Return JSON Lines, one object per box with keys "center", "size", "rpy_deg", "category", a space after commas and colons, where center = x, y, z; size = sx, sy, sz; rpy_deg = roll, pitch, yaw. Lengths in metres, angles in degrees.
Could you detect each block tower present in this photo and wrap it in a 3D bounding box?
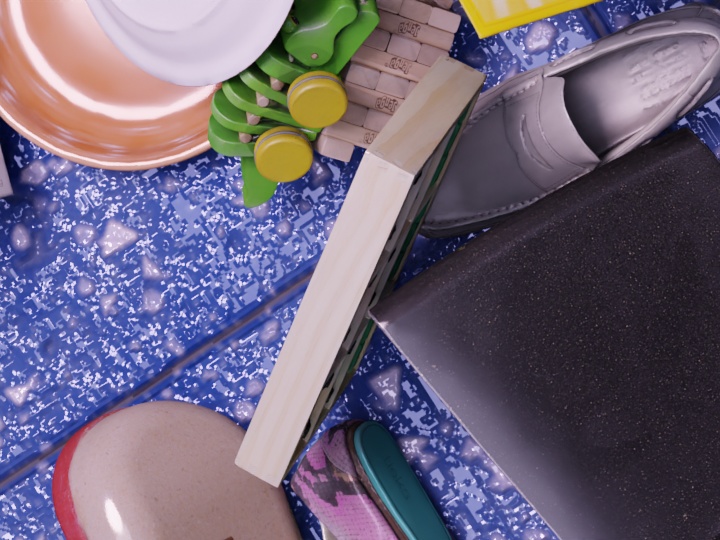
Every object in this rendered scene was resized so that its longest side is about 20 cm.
{"center": [0.025, -0.154, 1.279], "size": [0.057, 0.054, 0.201], "rpy_deg": [16, 99, -22], "category": "block tower"}

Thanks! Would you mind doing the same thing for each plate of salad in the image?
{"center": [-0.086, -0.194, 1.246], "size": [0.199, 0.048, 0.202], "rpy_deg": [12, 107, 45], "category": "plate of salad"}

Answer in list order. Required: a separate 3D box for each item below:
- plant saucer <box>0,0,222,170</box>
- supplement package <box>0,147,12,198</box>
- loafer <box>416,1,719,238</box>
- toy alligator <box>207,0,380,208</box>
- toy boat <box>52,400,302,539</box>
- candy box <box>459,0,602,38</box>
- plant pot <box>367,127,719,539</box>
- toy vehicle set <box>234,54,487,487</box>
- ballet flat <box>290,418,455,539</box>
{"center": [-0.124, -0.155, 1.327], "size": [0.199, 0.037, 0.202], "rpy_deg": [1, 95, 11], "category": "plant saucer"}
{"center": [-0.287, -0.116, 1.305], "size": [0.119, 0.121, 0.201], "rpy_deg": [-13, 93, 34], "category": "supplement package"}
{"center": [0.104, -0.078, 1.271], "size": [0.199, 0.070, 0.070], "rpy_deg": [-32, 89, 12], "category": "loafer"}
{"center": [-0.031, -0.110, 1.241], "size": [0.054, 0.060, 0.200], "rpy_deg": [14, 130, -24], "category": "toy alligator"}
{"center": [-0.105, 0.173, 1.323], "size": [0.130, 0.130, 0.201], "rpy_deg": [-24, 85, 45], "category": "toy boat"}
{"center": [0.052, -0.207, 1.140], "size": [0.102, 0.026, 0.201], "rpy_deg": [-12, 117, 42], "category": "candy box"}
{"center": [0.136, 0.040, 1.224], "size": [0.177, 0.200, 0.200], "rpy_deg": [-42, 86, 0], "category": "plant pot"}
{"center": [0.000, 0.000, 1.237], "size": [0.026, 0.124, 0.201], "rpy_deg": [27, 123, 6], "category": "toy vehicle set"}
{"center": [0.033, 0.173, 1.317], "size": [0.071, 0.069, 0.200], "rpy_deg": [-41, 82, 30], "category": "ballet flat"}
